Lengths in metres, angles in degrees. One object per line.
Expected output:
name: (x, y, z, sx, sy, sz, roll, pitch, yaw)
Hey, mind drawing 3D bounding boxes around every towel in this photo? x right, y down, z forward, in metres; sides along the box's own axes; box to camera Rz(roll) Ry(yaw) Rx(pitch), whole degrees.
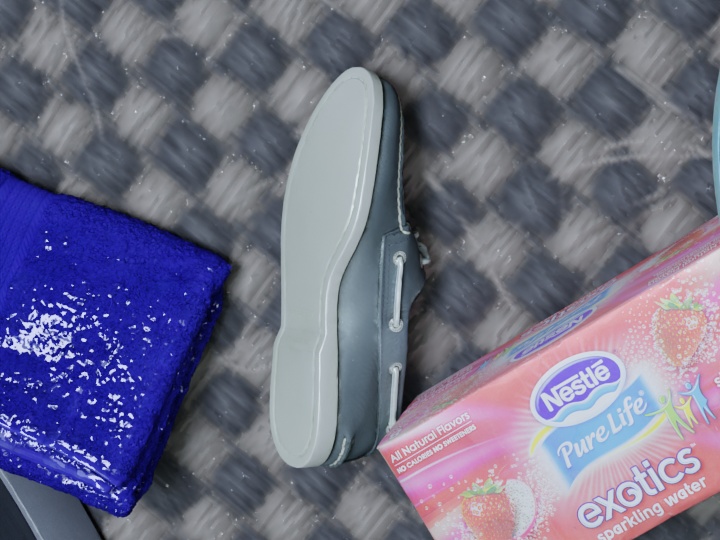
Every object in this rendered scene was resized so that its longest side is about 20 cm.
towel: (-0.181, 0.026, 0.964, 0.199, 0.050, 0.148, 21, 85, 5)

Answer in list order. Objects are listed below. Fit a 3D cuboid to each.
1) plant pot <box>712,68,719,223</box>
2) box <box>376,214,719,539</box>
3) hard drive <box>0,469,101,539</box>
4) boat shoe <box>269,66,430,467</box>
plant pot: (0.279, -0.053, 0.771, 0.187, 0.200, 0.201, -5, 104, -24)
box: (0.121, 0.065, 0.898, 0.199, 0.095, 0.103, -31, 92, 18)
hard drive: (-0.222, 0.142, 1.027, 0.134, 0.042, 0.201, -30, 94, 18)
boat shoe: (0.000, 0.000, 0.943, 0.061, 0.073, 0.201, 3, 99, -31)
